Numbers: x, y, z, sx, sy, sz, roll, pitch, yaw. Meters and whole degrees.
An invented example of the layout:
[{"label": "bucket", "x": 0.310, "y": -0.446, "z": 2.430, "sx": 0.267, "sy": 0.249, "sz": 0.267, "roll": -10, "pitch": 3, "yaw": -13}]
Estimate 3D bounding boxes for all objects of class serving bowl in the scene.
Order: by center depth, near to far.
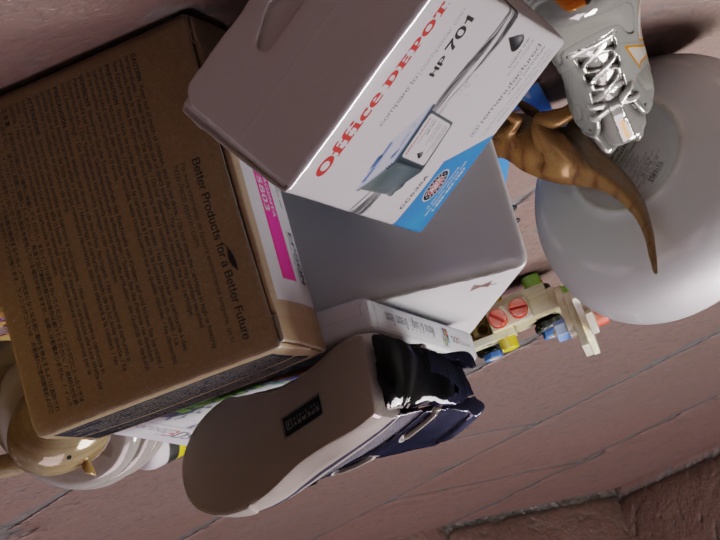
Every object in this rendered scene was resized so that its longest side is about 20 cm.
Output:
[{"label": "serving bowl", "x": 0.199, "y": -0.067, "z": 1.755, "sx": 0.200, "sy": 0.201, "sz": 0.066, "roll": -23, "pitch": 146, "yaw": 26}]

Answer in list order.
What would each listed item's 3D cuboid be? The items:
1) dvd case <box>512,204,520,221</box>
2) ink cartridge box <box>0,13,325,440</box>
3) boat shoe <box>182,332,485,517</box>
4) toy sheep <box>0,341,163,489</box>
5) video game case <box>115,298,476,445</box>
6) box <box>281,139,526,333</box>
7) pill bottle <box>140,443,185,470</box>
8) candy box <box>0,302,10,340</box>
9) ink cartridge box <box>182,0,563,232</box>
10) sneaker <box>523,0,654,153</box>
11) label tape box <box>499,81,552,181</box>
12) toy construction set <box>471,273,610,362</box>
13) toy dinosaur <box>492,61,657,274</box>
[{"label": "dvd case", "x": 0.000, "y": 0.000, "z": 1.844, "sx": 0.199, "sy": 0.016, "sz": 0.149, "roll": -13, "pitch": 168, "yaw": -26}, {"label": "ink cartridge box", "x": -0.127, "y": -0.021, "z": 1.458, "sx": 0.164, "sy": 0.201, "sz": 0.075, "roll": -20, "pitch": 167, "yaw": 18}, {"label": "boat shoe", "x": -0.014, "y": 0.098, "z": 1.502, "sx": 0.093, "sy": 0.075, "sz": 0.200, "roll": 9, "pitch": 154, "yaw": -40}, {"label": "toy sheep", "x": -0.183, "y": 0.078, "z": 1.660, "sx": 0.137, "sy": 0.138, "sz": 0.200, "roll": -21, "pitch": -162, "yaw": 18}, {"label": "video game case", "x": -0.050, "y": 0.066, "z": 1.556, "sx": 0.199, "sy": 0.024, "sz": 0.182, "roll": -19, "pitch": 165, "yaw": 19}, {"label": "box", "x": -0.026, "y": -0.033, "z": 1.607, "sx": 0.199, "sy": 0.172, "sz": 0.199, "roll": -14, "pitch": 167, "yaw": -14}, {"label": "pill bottle", "x": -0.111, "y": 0.070, "z": 2.040, "sx": 0.200, "sy": 0.113, "sz": 0.112, "roll": -26, "pitch": 172, "yaw": -22}, {"label": "candy box", "x": -0.235, "y": -0.020, "z": 1.513, "sx": 0.056, "sy": 0.117, "sz": 0.200, "roll": -24, "pitch": 166, "yaw": 31}, {"label": "ink cartridge box", "x": 0.011, "y": -0.110, "z": 1.398, "sx": 0.147, "sy": 0.086, "sz": 0.200, "roll": -53, "pitch": 160, "yaw": 10}, {"label": "sneaker", "x": 0.156, "y": -0.130, "z": 1.611, "sx": 0.075, "sy": 0.092, "sz": 0.200, "roll": -18, "pitch": 167, "yaw": 10}, {"label": "label tape box", "x": 0.052, "y": -0.061, "z": 1.841, "sx": 0.199, "sy": 0.064, "sz": 0.144, "roll": -18, "pitch": 168, "yaw": 8}, {"label": "toy construction set", "x": 0.135, "y": 0.048, "z": 2.391, "sx": 0.199, "sy": 0.093, "sz": 0.131, "roll": -8, "pitch": 169, "yaw": 9}, {"label": "toy dinosaur", "x": 0.143, "y": -0.081, "z": 1.730, "sx": 0.200, "sy": 0.107, "sz": 0.060, "roll": 25, "pitch": -177, "yaw": 24}]
